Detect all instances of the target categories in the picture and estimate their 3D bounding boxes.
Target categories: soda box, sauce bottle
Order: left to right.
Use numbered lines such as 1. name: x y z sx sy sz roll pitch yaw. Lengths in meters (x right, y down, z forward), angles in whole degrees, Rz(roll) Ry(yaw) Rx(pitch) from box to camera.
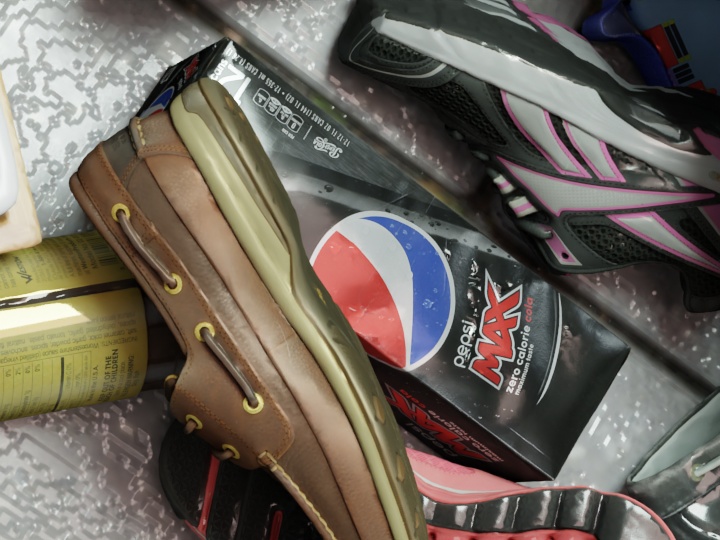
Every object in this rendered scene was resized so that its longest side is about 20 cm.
1. sauce bottle: -0.160 0.027 0.952 0.200 0.065 0.065 -8 87 -23
2. soda box: 0.000 0.000 1.017 0.200 0.071 0.063 37 73 -15

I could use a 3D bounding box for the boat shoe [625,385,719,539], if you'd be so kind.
1. boat shoe: 0.188 0.040 1.089 0.200 0.072 0.071 -46 106 -18

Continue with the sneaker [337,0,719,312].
1. sneaker: 0.079 -0.041 1.054 0.200 0.080 0.086 25 109 -3

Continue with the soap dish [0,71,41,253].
1. soap dish: -0.211 -0.086 0.928 0.157 0.081 0.200 -13 85 -23

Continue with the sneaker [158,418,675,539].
1. sneaker: 0.019 0.104 1.016 0.200 0.087 0.074 17 78 5

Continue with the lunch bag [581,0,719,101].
1. lunch bag: 0.182 -0.135 1.108 0.200 0.094 0.151 -26 97 -14

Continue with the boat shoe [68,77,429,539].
1. boat shoe: -0.034 0.035 0.942 0.068 0.072 0.200 -26 97 4
